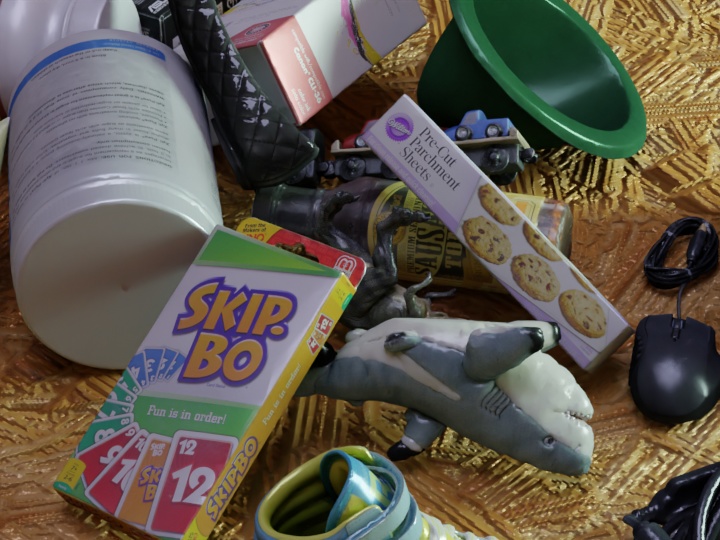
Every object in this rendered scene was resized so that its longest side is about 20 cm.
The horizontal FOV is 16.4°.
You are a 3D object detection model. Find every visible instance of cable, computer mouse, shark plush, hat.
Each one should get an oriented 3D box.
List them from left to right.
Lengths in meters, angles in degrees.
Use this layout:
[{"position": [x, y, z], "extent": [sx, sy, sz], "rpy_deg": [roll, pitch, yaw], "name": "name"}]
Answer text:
[{"position": [0.032, 0.070, 1.423], "extent": [0.199, 0.084, 0.091], "rpy_deg": [2, 2, -1], "name": "shark plush"}, {"position": [0.065, -0.098, 1.707], "extent": [0.200, 0.176, 0.166], "rpy_deg": [32, 33, -22], "name": "hat"}, {"position": [0.196, 0.022, 1.528], "extent": [0.058, 0.034, 0.200], "rpy_deg": [3, 37, 8], "name": "computer mouse"}, {"position": [0.251, 0.149, 1.342], "extent": [0.200, 0.051, 0.163], "rpy_deg": [-14, 39, -17], "name": "cable"}]

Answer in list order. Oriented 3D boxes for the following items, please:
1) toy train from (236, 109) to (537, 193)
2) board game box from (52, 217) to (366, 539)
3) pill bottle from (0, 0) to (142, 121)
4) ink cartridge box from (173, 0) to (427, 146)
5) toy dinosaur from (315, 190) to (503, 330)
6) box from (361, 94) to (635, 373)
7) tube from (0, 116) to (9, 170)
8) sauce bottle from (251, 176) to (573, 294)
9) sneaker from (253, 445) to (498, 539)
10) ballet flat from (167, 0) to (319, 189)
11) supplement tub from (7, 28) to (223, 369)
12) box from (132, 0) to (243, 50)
[{"position": [0.016, -0.075, 1.605], "extent": [0.200, 0.034, 0.046], "rpy_deg": [-3, 70, 18], "name": "toy train"}, {"position": [-0.083, 0.059, 1.418], "extent": [0.095, 0.030, 0.200], "rpy_deg": [21, 68, 32], "name": "board game box"}, {"position": [-0.254, -0.146, 1.686], "extent": [0.200, 0.112, 0.112], "rpy_deg": [1, 36, 16], "name": "pill bottle"}, {"position": [-0.038, -0.162, 1.715], "extent": [0.116, 0.068, 0.200], "rpy_deg": [-9, 24, 43], "name": "ink cartridge box"}, {"position": [0.000, 0.000, 1.523], "extent": [0.200, 0.088, 0.047], "rpy_deg": [14, 6, 20], "name": "toy dinosaur"}, {"position": [0.083, -0.021, 1.508], "extent": [0.041, 0.039, 0.200], "rpy_deg": [-43, 76, 4], "name": "box"}, {"position": [-0.253, -0.007, 1.534], "extent": [0.058, 0.052, 0.200], "rpy_deg": [4, 50, -3], "name": "tube"}, {"position": [0.031, -0.024, 1.572], "extent": [0.199, 0.066, 0.066], "rpy_deg": [5, 37, 12], "name": "sauce bottle"}, {"position": [0.036, 0.147, 1.286], "extent": [0.199, 0.131, 0.080], "rpy_deg": [-6, 36, -7], "name": "sneaker"}, {"position": [-0.083, -0.143, 1.593], "extent": [0.057, 0.066, 0.200], "rpy_deg": [-22, 75, 0], "name": "ballet flat"}, {"position": [-0.153, -0.048, 1.554], "extent": [0.132, 0.132, 0.200], "rpy_deg": [-5, 36, -4], "name": "supplement tub"}, {"position": [-0.146, -0.209, 1.805], "extent": [0.164, 0.086, 0.200], "rpy_deg": [20, 42, 26], "name": "box"}]
